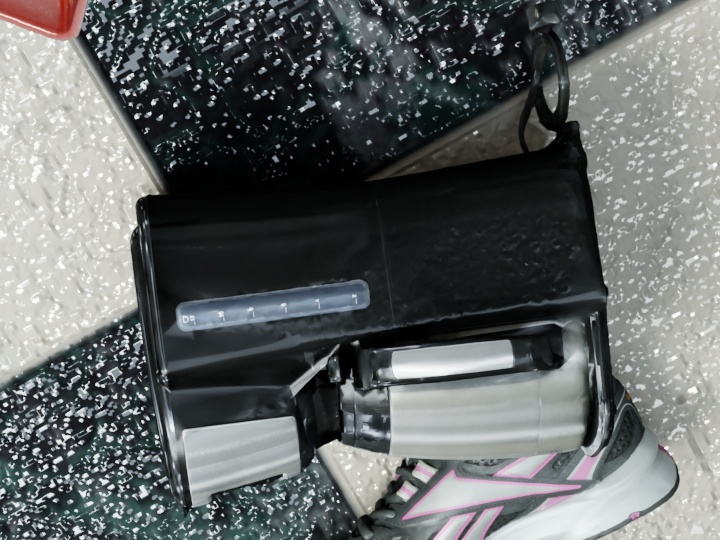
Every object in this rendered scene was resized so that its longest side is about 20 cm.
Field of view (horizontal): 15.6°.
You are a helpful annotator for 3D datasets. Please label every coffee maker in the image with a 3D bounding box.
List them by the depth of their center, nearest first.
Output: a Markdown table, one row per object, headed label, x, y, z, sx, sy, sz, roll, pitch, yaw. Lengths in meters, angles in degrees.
| label | x | y | z | sx | sy | sz | roll | pitch | yaw |
| --- | --- | --- | --- | --- | --- | --- | --- | --- | --- |
| coffee maker | 0.000 | 0.000 | 1.153 | 0.198 | 0.193 | 0.135 | -6 | 154 | -5 |

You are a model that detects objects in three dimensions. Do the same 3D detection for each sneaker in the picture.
| label | x | y | z | sx | sy | sz | roll | pitch | yaw |
| --- | --- | --- | --- | --- | --- | --- | --- | --- | --- |
| sneaker | 0.043 | 0.103 | 1.231 | 0.199 | 0.080 | 0.087 | -28 | 101 | -6 |

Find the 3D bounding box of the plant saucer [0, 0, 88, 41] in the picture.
| label | x | y | z | sx | sy | sz | roll | pitch | yaw |
| --- | --- | --- | --- | --- | --- | --- | --- | --- | --- |
| plant saucer | -0.182 | -0.201 | 1.030 | 0.198 | 0.037 | 0.201 | 20 | 139 | -2 |
